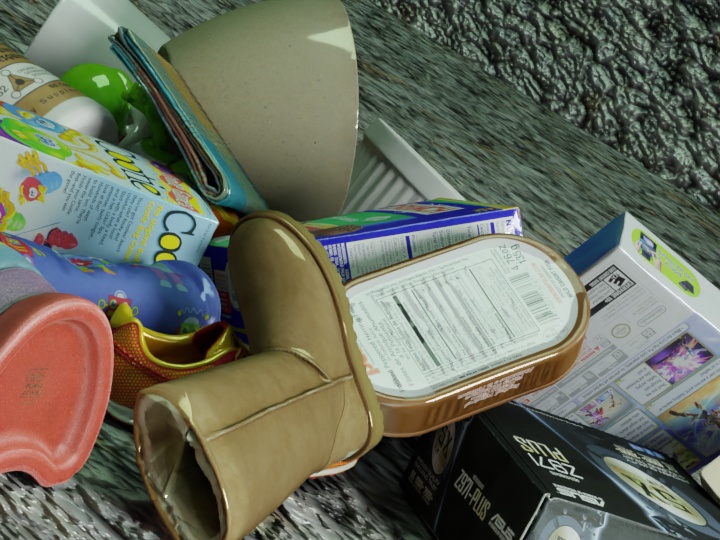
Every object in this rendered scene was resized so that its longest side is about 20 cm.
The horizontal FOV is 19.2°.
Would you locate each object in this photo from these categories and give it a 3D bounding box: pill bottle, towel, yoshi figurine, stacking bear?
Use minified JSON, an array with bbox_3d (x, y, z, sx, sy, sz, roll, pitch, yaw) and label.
[{"bbox_3d":[-0.289,-0.116,1.593,0.199,0.115,0.114,31,14,20],"label":"pill bottle"},{"bbox_3d":[-0.124,-0.103,1.590,0.147,0.022,0.200,57,3,6],"label":"towel"},{"bbox_3d":[-0.180,-0.087,1.643,0.112,0.112,0.201,-22,55,-18],"label":"yoshi figurine"},{"bbox_3d":[-0.242,0.024,1.173,0.199,0.115,0.121,29,12,29],"label":"stacking bear"}]

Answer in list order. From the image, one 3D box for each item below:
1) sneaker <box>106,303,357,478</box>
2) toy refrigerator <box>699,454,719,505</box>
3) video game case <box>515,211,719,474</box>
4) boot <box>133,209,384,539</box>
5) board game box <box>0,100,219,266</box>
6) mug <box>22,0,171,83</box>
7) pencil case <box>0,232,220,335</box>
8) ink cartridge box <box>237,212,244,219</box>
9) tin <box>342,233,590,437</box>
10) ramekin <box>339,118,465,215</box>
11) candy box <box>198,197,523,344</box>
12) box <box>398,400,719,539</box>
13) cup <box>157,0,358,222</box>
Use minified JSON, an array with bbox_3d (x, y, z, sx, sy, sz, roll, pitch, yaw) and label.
[{"bbox_3d":[-0.076,0.079,1.344,0.199,0.078,0.073,21,12,-30],"label":"sneaker"},{"bbox_3d":[0.296,0.173,1.527,0.076,0.070,0.200,52,-2,21],"label":"toy refrigerator"},{"bbox_3d":[0.184,0.075,1.519,0.181,0.200,0.046,39,39,-15],"label":"video game case"},{"bbox_3d":[-0.069,0.058,1.251,0.200,0.066,0.176,-20,81,-60],"label":"boot"},{"bbox_3d":[-0.215,-0.040,1.465,0.199,0.106,0.103,22,13,-23],"label":"board game box"},{"bbox_3d":[-0.217,-0.171,1.904,0.153,0.150,0.187,33,19,-6],"label":"mug"},{"bbox_3d":[-0.183,0.020,1.357,0.087,0.079,0.199,27,10,40],"label":"pencil case"},{"bbox_3d":[-0.111,-0.043,1.834,0.099,0.039,0.200,20,14,-26],"label":"ink cartridge box"},{"bbox_3d":[0.059,0.038,1.396,0.199,0.042,0.112,-19,55,-24],"label":"tin"},{"bbox_3d":[0.052,-0.025,1.832,0.200,0.105,0.200,43,4,-4],"label":"ramekin"},{"bbox_3d":[0.000,0.000,1.520,0.198,0.078,0.169,-9,6,-18],"label":"candy box"},{"bbox_3d":[0.149,0.169,1.409,0.199,0.087,0.164,20,15,-27],"label":"box"},{"bbox_3d":[-0.097,-0.134,1.768,0.142,0.202,0.200,1,21,-17],"label":"cup"}]
